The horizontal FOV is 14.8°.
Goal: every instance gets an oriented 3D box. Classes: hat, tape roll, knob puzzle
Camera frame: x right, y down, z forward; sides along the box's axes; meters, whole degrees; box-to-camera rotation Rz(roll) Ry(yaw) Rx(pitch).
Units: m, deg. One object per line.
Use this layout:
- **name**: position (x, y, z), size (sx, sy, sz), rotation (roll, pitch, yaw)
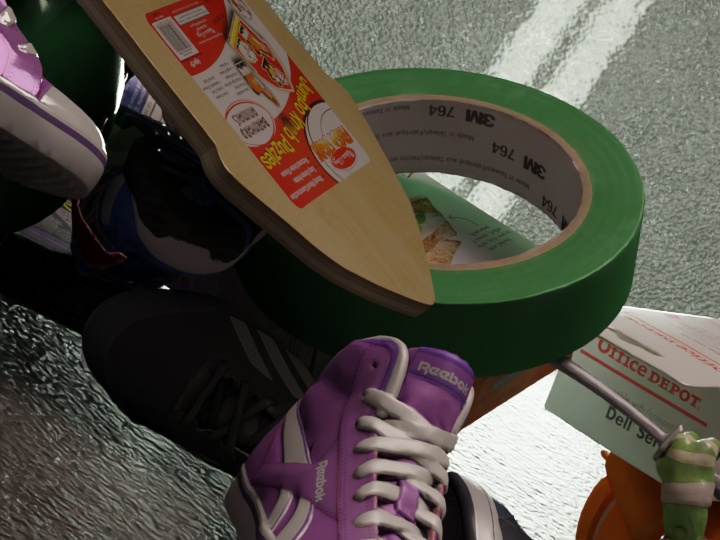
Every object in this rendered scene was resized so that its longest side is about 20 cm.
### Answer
- **hat**: position (-0.145, -0.026, 1.251), size (0.200, 0.166, 0.176), rotation (17, 46, -60)
- **tape roll**: position (0.037, -0.026, 1.360), size (0.200, 0.048, 0.200), rotation (3, 37, -2)
- **knob puzzle**: position (-0.040, -0.054, 1.252), size (0.220, 0.030, 0.220), rotation (44, 20, -21)

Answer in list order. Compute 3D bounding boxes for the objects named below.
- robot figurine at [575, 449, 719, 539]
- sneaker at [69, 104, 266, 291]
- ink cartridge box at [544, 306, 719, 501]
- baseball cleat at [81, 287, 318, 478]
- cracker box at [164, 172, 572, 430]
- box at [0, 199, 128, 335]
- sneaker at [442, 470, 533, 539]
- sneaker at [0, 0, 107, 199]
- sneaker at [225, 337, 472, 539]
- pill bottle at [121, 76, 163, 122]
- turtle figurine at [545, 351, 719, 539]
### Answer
- **robot figurine**: position (0.190, 0.166, 1.525), size (0.144, 0.117, 0.200), rotation (10, 16, -25)
- **sneaker**: position (-0.091, -0.020, 1.294), size (0.076, 0.077, 0.200), rotation (24, 6, -13)
- **ink cartridge box**: position (0.184, 0.073, 1.494), size (0.200, 0.067, 0.117), rotation (8, 17, -46)
- **baseball cleat**: position (-0.033, 0.073, 1.262), size (0.200, 0.070, 0.106), rotation (30, 4, -31)
- **cracker box**: position (0.000, 0.000, 1.420), size (0.200, 0.058, 0.134), rotation (34, 40, 25)
- **box**: position (-0.183, -0.027, 1.425), size (0.143, 0.036, 0.200), rotation (30, 9, -44)
- **sneaker**: position (0.095, 0.164, 1.141), size (0.146, 0.077, 0.202), rotation (21, 20, -19)
- **sneaker**: position (-0.163, -0.123, 1.121), size (0.200, 0.114, 0.073), rotation (38, -16, 2)
- **sneaker**: position (0.008, 0.087, 1.115), size (0.073, 0.114, 0.200), rotation (34, 7, -26)
- **pill bottle**: position (-0.150, -0.083, 1.673), size (0.200, 0.111, 0.111), rotation (32, 6, -23)
- **turtle figurine**: position (0.151, 0.128, 1.356), size (0.194, 0.144, 0.200), rotation (8, 25, -30)
